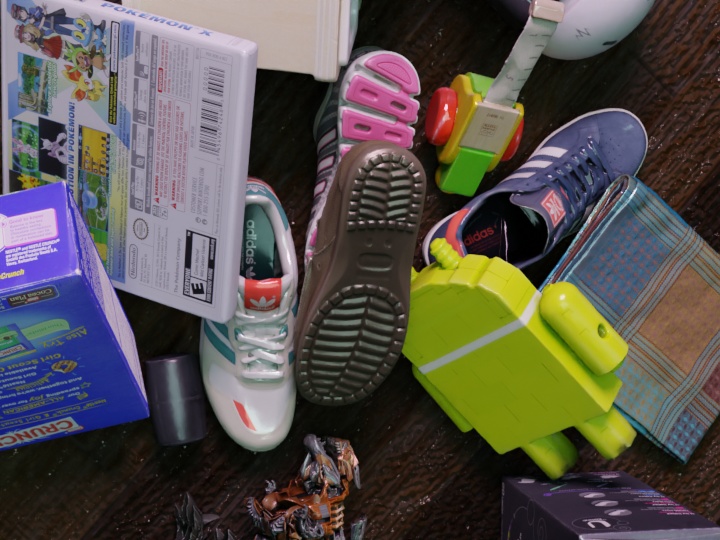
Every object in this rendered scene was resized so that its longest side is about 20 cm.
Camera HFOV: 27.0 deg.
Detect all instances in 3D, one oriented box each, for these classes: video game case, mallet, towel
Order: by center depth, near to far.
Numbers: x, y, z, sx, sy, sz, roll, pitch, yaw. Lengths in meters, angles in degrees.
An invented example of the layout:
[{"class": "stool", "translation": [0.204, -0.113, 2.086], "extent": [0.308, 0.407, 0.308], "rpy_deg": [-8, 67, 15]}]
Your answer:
[{"class": "video game case", "translation": [-0.159, -0.078, 1.004], "extent": [0.180, 0.022, 0.202], "rpy_deg": [17, 122, 16]}, {"class": "mallet", "translation": [-0.207, 0.115, 1.083], "extent": [0.197, 0.041, 0.067], "rpy_deg": [-17, 93, -4]}, {"class": "towel", "translation": [0.221, 0.040, 1.129], "extent": [0.199, 0.022, 0.147], "rpy_deg": [37, 87, -27]}]

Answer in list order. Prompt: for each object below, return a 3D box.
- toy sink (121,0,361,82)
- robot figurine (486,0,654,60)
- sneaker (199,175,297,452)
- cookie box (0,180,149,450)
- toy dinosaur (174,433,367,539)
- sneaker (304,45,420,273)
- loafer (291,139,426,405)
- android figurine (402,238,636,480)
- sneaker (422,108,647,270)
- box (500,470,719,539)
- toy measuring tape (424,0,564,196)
[{"class": "toy sink", "translation": [-0.050, -0.204, 1.008], "extent": [0.197, 0.131, 0.113], "rpy_deg": [5, 122, 3]}, {"class": "robot figurine", "translation": [0.128, -0.246, 1.070], "extent": [0.150, 0.125, 0.200], "rpy_deg": [-44, 98, -5]}, {"class": "sneaker", "translation": [-0.079, 0.033, 1.068], "extent": [0.069, 0.093, 0.203], "rpy_deg": [-2, 93, -9]}, {"class": "cookie box", "translation": [-0.243, 0.042, 0.979], "extent": [0.169, 0.201, 0.076], "rpy_deg": [-13, 59, -2]}, {"class": "toy dinosaur", "translation": [-0.060, 0.218, 1.087], "extent": [0.134, 0.102, 0.203], "rpy_deg": [15, 71, -31]}, {"class": "sneaker", "translation": [-0.002, -0.073, 1.089], "extent": [0.073, 0.088, 0.202], "rpy_deg": [3, 116, -12]}, {"class": "loafer", "translation": [0.000, 0.000, 1.037], "extent": [0.075, 0.068, 0.202], "rpy_deg": [12, 114, -14]}, {"class": "android figurine", "translation": [0.102, 0.061, 1.067], "extent": [0.200, 0.182, 0.041], "rpy_deg": [46, 51, -9]}, {"class": "sneaker", "translation": [0.140, -0.050, 1.103], "extent": [0.199, 0.084, 0.075], "rpy_deg": [-38, 98, -10]}, {"class": "box", "translation": [0.172, 0.221, 1.068], "extent": [0.104, 0.200, 0.124], "rpy_deg": [-1, 93, -10]}, {"class": "toy measuring tape", "translation": [0.093, -0.131, 1.063], "extent": [0.073, 0.201, 0.074], "rpy_deg": [11, 48, -13]}]
